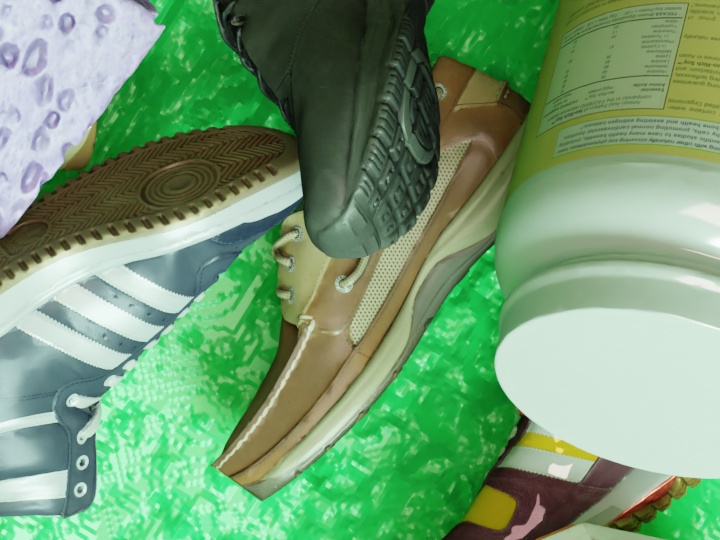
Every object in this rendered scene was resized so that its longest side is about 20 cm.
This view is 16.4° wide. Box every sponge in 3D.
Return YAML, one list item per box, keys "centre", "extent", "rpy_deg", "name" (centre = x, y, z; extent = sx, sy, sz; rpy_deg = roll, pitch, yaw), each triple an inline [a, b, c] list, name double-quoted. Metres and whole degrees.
- centre: [-0.183, -0.099, 0.911]
  extent: [0.200, 0.030, 0.112]
  rpy_deg: [30, 105, -32]
  name: "sponge"

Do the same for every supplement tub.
- centre: [0.132, -0.038, 0.940]
  extent: [0.145, 0.145, 0.200]
  rpy_deg: [20, 61, -6]
  name: "supplement tub"

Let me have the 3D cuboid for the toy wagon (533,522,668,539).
- centre: [0.065, 0.185, 1.014]
  extent: [0.155, 0.040, 0.200]
  rpy_deg: [15, 123, -31]
  name: "toy wagon"

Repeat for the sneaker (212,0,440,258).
- centre: [-0.015, -0.087, 0.975]
  extent: [0.091, 0.076, 0.200]
  rpy_deg: [-5, 53, 11]
  name: "sneaker"

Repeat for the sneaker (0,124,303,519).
- centre: [-0.100, 0.024, 0.993]
  extent: [0.200, 0.070, 0.109]
  rpy_deg: [-26, 121, -10]
  name: "sneaker"

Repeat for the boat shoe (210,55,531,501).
- centre: [0.000, 0.000, 1.014]
  extent: [0.074, 0.076, 0.200]
  rpy_deg: [38, 82, -1]
  name: "boat shoe"

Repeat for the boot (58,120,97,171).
- centre: [-0.185, -0.134, 0.971]
  extent: [0.155, 0.073, 0.200]
  rpy_deg: [-5, 101, -19]
  name: "boot"

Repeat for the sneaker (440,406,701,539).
- centre: [0.088, 0.067, 1.029]
  extent: [0.200, 0.075, 0.090]
  rpy_deg: [-36, 75, 2]
  name: "sneaker"
